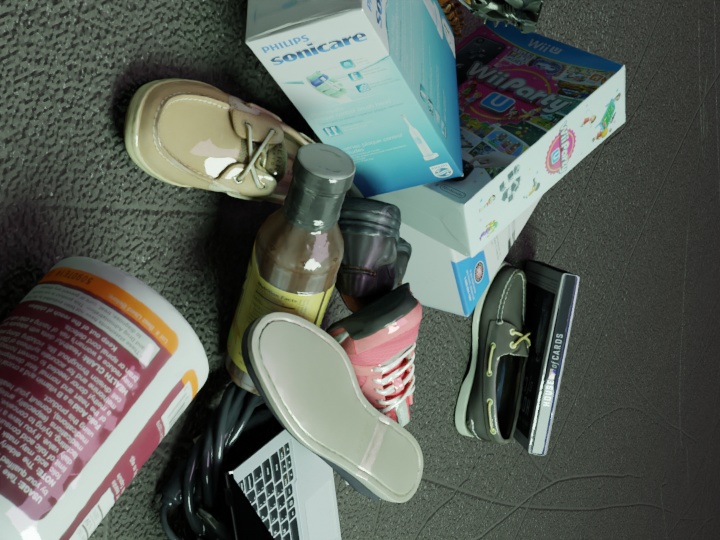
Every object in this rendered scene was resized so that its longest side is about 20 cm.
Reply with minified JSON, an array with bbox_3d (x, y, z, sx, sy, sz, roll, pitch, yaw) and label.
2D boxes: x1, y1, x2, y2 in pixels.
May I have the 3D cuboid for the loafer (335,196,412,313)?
[{"bbox_3d":[0.000,0.000,0.852,0.200,0.073,0.072,56,41,-76],"label":"loafer"}]

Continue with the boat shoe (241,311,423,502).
[{"bbox_3d":[-0.031,0.102,0.766,0.200,0.063,0.073,49,55,-35],"label":"boat shoe"}]

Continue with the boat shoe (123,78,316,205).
[{"bbox_3d":[-0.079,-0.085,0.736,0.200,0.064,0.071,8,95,-59],"label":"boat shoe"}]

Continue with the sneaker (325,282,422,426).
[{"bbox_3d":[0.019,0.075,0.817,0.074,0.087,0.200,-29,168,-19],"label":"sneaker"}]

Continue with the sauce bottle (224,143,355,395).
[{"bbox_3d":[-0.048,0.001,0.756,0.065,0.065,0.200,-35,153,-48],"label":"sauce bottle"}]

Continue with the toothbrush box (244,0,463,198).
[{"bbox_3d":[0.002,-0.168,0.767,0.200,0.085,0.147,49,34,-55],"label":"toothbrush box"}]

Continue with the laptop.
[{"bbox_3d":[-0.030,0.228,0.793,0.200,0.116,0.188,-33,124,-51],"label":"laptop"}]

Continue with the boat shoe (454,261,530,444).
[{"bbox_3d":[0.160,0.092,1.191,0.072,0.061,0.202,8,93,-49],"label":"boat shoe"}]

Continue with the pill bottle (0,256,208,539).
[{"bbox_3d":[-0.184,0.098,0.588,0.200,0.114,0.114,-54,143,-32],"label":"pill bottle"}]

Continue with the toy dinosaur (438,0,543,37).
[{"bbox_3d":[0.084,-0.247,0.835,0.200,0.136,0.102,-12,116,-82],"label":"toy dinosaur"}]

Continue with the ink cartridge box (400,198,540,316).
[{"bbox_3d":[0.098,-0.082,1.006,0.200,0.084,0.146,-55,143,-33],"label":"ink cartridge box"}]

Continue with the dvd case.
[{"bbox_3d":[0.200,0.094,1.218,0.150,0.025,0.200,-136,-124,-81],"label":"dvd case"}]

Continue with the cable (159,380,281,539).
[{"bbox_3d":[-0.080,0.167,0.857,0.200,0.051,0.163,45,58,-52],"label":"cable"}]

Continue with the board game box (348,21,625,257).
[{"bbox_3d":[0.101,-0.116,0.889,0.200,0.147,0.064,-40,139,-24],"label":"board game box"}]
